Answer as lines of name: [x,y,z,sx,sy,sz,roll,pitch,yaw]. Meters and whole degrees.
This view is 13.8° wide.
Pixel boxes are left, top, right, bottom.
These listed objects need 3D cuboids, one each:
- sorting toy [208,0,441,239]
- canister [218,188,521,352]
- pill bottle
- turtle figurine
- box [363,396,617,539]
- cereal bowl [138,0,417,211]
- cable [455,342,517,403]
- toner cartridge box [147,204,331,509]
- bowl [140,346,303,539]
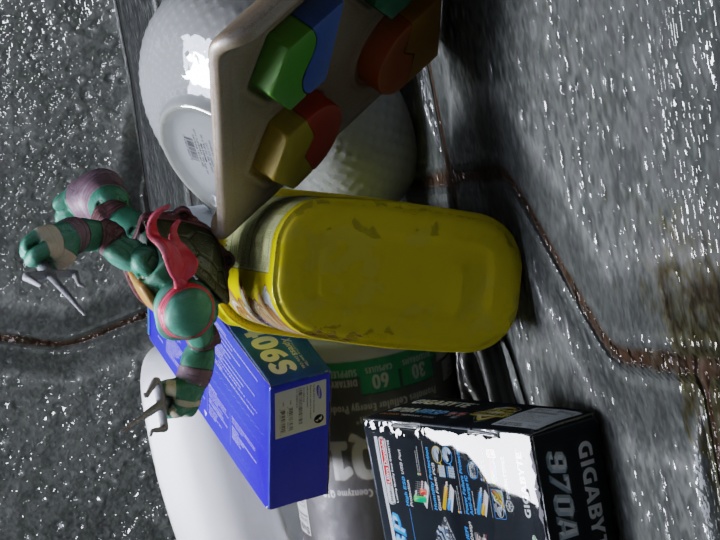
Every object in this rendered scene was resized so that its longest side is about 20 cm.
sorting toy: [-0.011,-0.119,1.601,0.036,0.185,0.200,38,154,17]
canister: [0.000,0.000,1.682,0.200,0.148,0.087,-173,89,-78]
pill bottle: [0.013,0.126,1.876,0.113,0.112,0.201,-133,32,-74]
turtle figurine: [-0.118,0.011,1.666,0.150,0.100,0.200,58,-178,-22]
box: [0.077,0.172,1.562,0.159,0.046,0.201,0,103,58]
cereal bowl: [-0.065,-0.090,1.868,0.199,0.083,0.201,29,147,21]
cable: [0.077,0.118,1.654,0.097,0.050,0.201,106,151,-65]
toner cartridge box: [-0.077,0.051,1.841,0.200,0.043,0.095,-129,34,-48]
bowl: [-0.041,0.121,2.031,0.074,0.199,0.201,-19,86,48]
